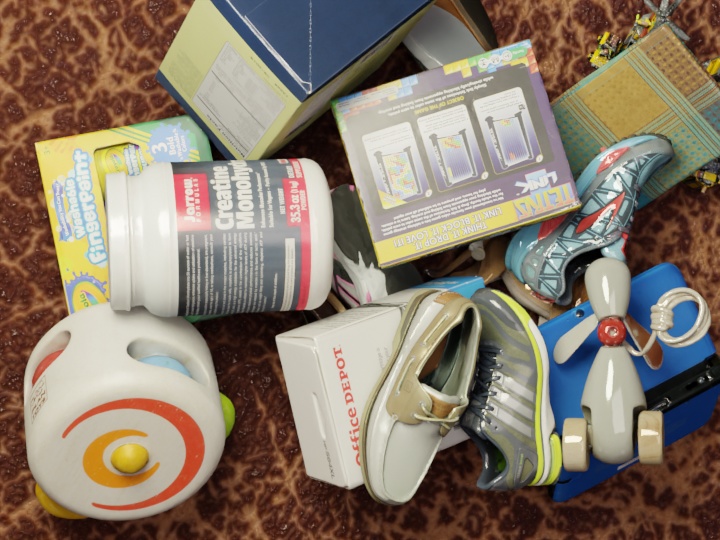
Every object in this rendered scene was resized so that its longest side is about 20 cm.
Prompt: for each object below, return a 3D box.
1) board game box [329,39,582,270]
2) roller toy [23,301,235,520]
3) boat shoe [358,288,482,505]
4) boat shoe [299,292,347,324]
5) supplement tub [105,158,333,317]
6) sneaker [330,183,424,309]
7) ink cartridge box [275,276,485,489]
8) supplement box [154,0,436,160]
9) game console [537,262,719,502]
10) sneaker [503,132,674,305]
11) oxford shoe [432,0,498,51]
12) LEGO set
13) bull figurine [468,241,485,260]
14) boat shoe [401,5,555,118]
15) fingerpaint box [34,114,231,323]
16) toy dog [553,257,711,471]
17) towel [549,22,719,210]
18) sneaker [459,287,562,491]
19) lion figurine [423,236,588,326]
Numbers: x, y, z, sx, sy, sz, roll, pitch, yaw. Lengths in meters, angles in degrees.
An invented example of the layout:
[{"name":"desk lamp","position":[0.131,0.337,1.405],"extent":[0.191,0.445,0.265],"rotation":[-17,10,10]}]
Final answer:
[{"name":"board game box","position":[0.089,-0.108,1.353],"extent":[0.199,0.057,0.166],"rotation":[-16,88,0]},{"name":"roller toy","position":[-0.222,0.136,1.339],"extent":[0.199,0.140,0.183],"rotation":[-16,128,-3]},{"name":"boat shoe","position":[0.055,0.115,1.288],"extent":[0.074,0.068,0.201],"rotation":[17,84,-33]},{"name":"boat shoe","position":[-0.006,0.114,1.434],"extent":[0.070,0.070,0.201],"rotation":[-34,94,-12]},{"name":"supplement tub","position":[-0.131,-0.030,1.313],"extent":[0.199,0.140,0.141],"rotation":[-3,90,-11]},{"name":"sneaker","position":[0.000,0.000,1.441],"extent":[0.080,0.086,0.201],"rotation":[-34,114,-30]},{"name":"ink cartridge box","position":[0.033,0.102,1.364],"extent":[0.199,0.084,0.147],"rotation":[-18,100,-29]},{"name":"supplement box","position":[-0.057,-0.223,1.336],"extent":[0.200,0.200,0.134],"rotation":[-41,90,-28]},{"name":"game console","position":[0.254,0.115,1.446],"extent":[0.199,0.171,0.119],"rotation":[-25,60,-13]},{"name":"sneaker","position":[0.239,-0.044,1.397],"extent":[0.200,0.079,0.096],"rotation":[-44,60,9]},{"name":"oxford shoe","position":[0.063,-0.291,1.463],"extent":[0.071,0.071,0.200],"rotation":[-38,98,24]},{"name":"LEGO set","position":[0.328,-0.177,1.458],"extent":[0.200,0.116,0.154],"rotation":[38,85,-5]},{"name":"bull figurine","position":[0.112,-0.086,1.444],"extent":[0.199,0.065,0.122],"rotation":[33,41,2]},{"name":"boat shoe","position":[0.102,-0.187,1.433],"extent":[0.199,0.068,0.074],"rotation":[37,49,-2]},{"name":"fingerpaint box","position":[-0.216,-0.040,1.409],"extent":[0.166,0.073,0.201],"rotation":[-11,91,-7]},{"name":"toy dog","position":[0.240,0.100,1.346],"extent":[0.131,0.096,0.201],"rotation":[19,81,14]},{"name":"towel","position":[0.269,-0.138,1.431],"extent":[0.200,0.022,0.147],"rotation":[-35,106,34]},{"name":"sneaker","position":[0.130,0.115,1.335],"extent":[0.081,0.074,0.201],"rotation":[-18,98,-28]},{"name":"lion figurine","position":[0.174,0.015,1.461],"extent":[0.199,0.072,0.123],"rotation":[35,75,-1]}]
